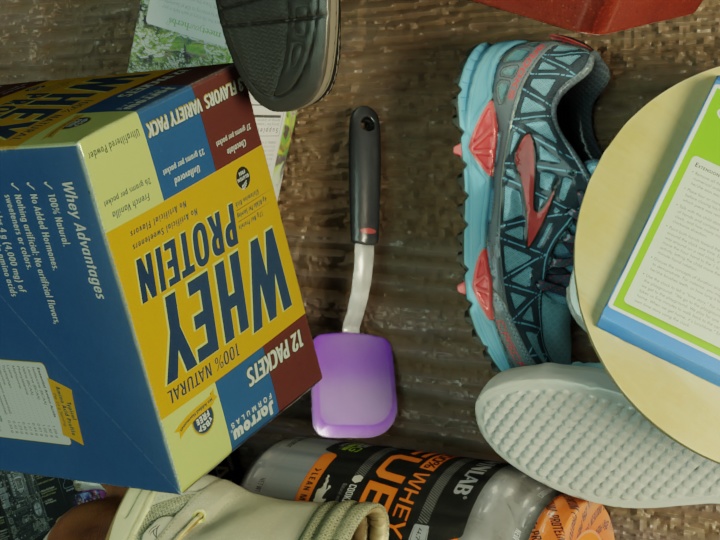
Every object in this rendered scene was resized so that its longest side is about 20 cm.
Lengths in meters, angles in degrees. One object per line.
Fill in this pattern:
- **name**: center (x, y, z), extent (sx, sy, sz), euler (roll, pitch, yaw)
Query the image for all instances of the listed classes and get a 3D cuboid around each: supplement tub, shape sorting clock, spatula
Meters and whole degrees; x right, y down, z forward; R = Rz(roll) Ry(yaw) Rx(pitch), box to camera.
- **supplement tub**: center (0.033, 0.163, 0.804), extent (0.200, 0.123, 0.123), euler (3, 95, 30)
- **shape sorting clock**: center (0.200, -0.003, 0.665), extent (0.200, 0.039, 0.200), euler (-1, 81, 6)
- **spatula**: center (0.000, 0.000, 0.859), extent (0.021, 0.056, 0.200), euler (179, 95, -66)

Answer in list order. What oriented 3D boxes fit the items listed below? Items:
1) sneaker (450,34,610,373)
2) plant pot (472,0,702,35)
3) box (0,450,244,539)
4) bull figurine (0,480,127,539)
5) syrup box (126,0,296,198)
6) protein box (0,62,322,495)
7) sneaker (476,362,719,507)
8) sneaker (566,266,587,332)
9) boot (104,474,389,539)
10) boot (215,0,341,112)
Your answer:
- **sneaker**: center (0.105, -0.030, 0.774), extent (0.095, 0.079, 0.200), euler (-5, 91, 29)
- **plant pot**: center (0.105, -0.222, 0.704), extent (0.200, 0.200, 0.176), euler (22, 115, 28)
- **box**: center (-0.171, 0.152, 0.970), extent (0.200, 0.044, 0.160), euler (-24, 81, 30)
- **bull figurine**: center (-0.174, 0.174, 0.844), extent (0.121, 0.200, 0.065), euler (21, 126, 28)
- **syrup box**: center (-0.089, -0.116, 0.880), extent (0.079, 0.081, 0.200), euler (21, 106, 29)
- **protein box**: center (-0.158, 0.001, 0.810), extent (0.200, 0.135, 0.199), euler (1, 114, 35)
- **sneaker**: center (0.163, 0.073, 0.735), extent (0.200, 0.082, 0.074), euler (6, 118, 18)
- **sneaker**: center (0.190, -0.033, 0.730), extent (0.200, 0.082, 0.074), euler (-30, 85, 4)
- **boot**: center (-0.074, 0.202, 0.730), extent (0.155, 0.072, 0.200), euler (4, 64, 29)
- **boot**: center (-0.016, -0.185, 0.792), extent (0.073, 0.151, 0.200), euler (-12, 86, 30)
